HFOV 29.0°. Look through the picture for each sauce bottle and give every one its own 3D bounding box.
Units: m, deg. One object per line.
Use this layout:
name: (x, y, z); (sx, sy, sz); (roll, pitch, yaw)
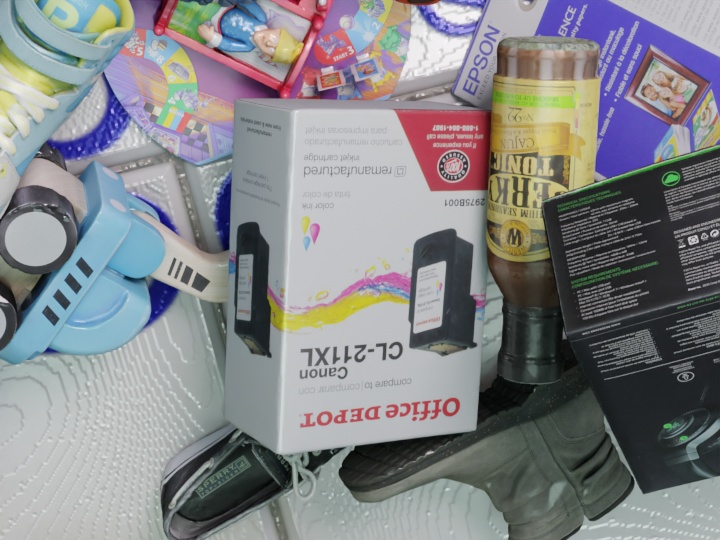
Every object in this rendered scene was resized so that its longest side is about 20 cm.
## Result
sauce bottle: (0.106, -0.034, 0.818); (0.064, 0.065, 0.202); (-1, 102, -4)

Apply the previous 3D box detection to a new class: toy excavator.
toy excavator: (-0.141, -0.007, 0.877); (0.199, 0.100, 0.195); (32, 104, -29)

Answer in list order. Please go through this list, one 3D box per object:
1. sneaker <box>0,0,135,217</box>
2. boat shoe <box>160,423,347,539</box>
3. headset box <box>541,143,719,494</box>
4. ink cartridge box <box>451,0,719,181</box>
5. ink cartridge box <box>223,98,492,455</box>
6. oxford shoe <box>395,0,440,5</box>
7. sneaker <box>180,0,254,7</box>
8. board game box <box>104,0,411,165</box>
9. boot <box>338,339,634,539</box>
sneaker: (-0.193, -0.097, 0.753); (0.079, 0.201, 0.130); (34, 140, -14)
boat shoe: (-0.052, 0.115, 0.929); (0.198, 0.068, 0.074); (-30, 110, 6)
headset box: (0.213, 0.029, 0.772); (0.173, 0.093, 0.200); (-17, 140, 16)
ink cartridge box: (0.169, -0.152, 0.819); (0.199, 0.043, 0.200); (35, 115, 31)
ink cartridge box: (0.000, 0.000, 0.844); (0.144, 0.083, 0.202); (-3, 102, -30)
oxford shoe: (-0.019, -0.233, 0.799); (0.199, 0.071, 0.073); (38, 63, -17)
sneaker: (-0.124, -0.212, 0.791); (0.198, 0.077, 0.086); (11, 71, 3)
board game box: (-0.066, -0.152, 0.846); (0.198, 0.039, 0.159); (-19, 110, 2)
boot: (0.093, 0.143, 0.933); (0.198, 0.068, 0.132); (-24, 110, -15)
